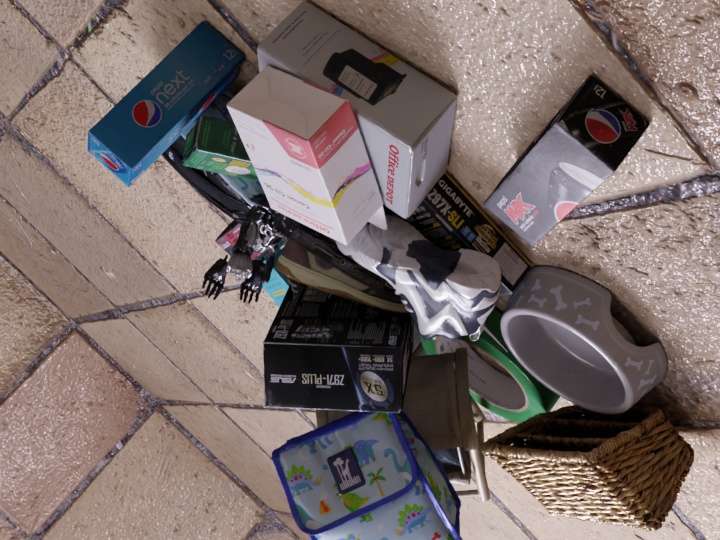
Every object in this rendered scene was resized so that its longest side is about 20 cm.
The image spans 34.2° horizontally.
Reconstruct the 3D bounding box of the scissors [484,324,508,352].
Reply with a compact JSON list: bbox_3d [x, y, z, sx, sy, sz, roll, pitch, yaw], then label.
[{"bbox_3d":[0.109,0.026,1.377,0.200,0.014,0.073,42,157,-1],"label":"scissors"}]

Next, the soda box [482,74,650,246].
[{"bbox_3d":[0.185,-0.095,1.082,0.071,0.063,0.200,40,159,2],"label":"soda box"}]

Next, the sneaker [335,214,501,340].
[{"bbox_3d":[0.061,0.021,1.326,0.198,0.080,0.130,16,134,16],"label":"sneaker"}]

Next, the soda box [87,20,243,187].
[{"bbox_3d":[-0.229,-0.197,1.378,0.068,0.200,0.064,41,159,0],"label":"soda box"}]

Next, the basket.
[{"bbox_3d":[0.274,0.205,1.395,0.149,0.143,0.200,44,155,-21],"label":"basket"}]

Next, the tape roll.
[{"bbox_3d":[0.171,0.119,1.535,0.200,0.048,0.201,34,157,16],"label":"tape roll"}]

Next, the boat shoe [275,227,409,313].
[{"bbox_3d":[0.000,0.000,1.379,0.199,0.065,0.073,14,-165,-29],"label":"boat shoe"}]

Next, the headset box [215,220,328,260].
[{"bbox_3d":[-0.113,-0.026,1.685,0.200,0.075,0.149,44,158,-9],"label":"headset box"}]

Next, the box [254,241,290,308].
[{"bbox_3d":[-0.062,0.051,1.571,0.200,0.049,0.082,50,156,-9],"label":"box"}]

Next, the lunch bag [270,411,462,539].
[{"bbox_3d":[0.010,0.267,1.427,0.200,0.170,0.128,61,-168,-15],"label":"lunch bag"}]

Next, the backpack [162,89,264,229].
[{"bbox_3d":[-0.164,-0.142,1.482,0.200,0.153,0.163,56,166,17],"label":"backpack"}]

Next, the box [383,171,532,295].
[{"bbox_3d":[0.087,-0.033,1.382,0.160,0.049,0.200,43,158,-14],"label":"box"}]

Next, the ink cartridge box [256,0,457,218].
[{"bbox_3d":[-0.004,-0.166,1.228,0.200,0.083,0.146,35,157,15],"label":"ink cartridge box"}]

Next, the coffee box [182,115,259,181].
[{"bbox_3d":[-0.101,-0.130,1.361,0.199,0.044,0.123,11,174,-15],"label":"coffee box"}]

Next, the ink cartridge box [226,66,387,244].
[{"bbox_3d":[-0.050,-0.104,1.216,0.116,0.068,0.200,27,155,32],"label":"ink cartridge box"}]

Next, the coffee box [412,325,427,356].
[{"bbox_3d":[0.040,0.079,1.627,0.113,0.080,0.200,22,152,42],"label":"coffee box"}]

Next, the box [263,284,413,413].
[{"bbox_3d":[-0.021,0.089,1.424,0.163,0.200,0.086,2,110,5],"label":"box"}]

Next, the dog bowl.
[{"bbox_3d":[0.247,0.086,1.334,0.200,0.059,0.200,33,157,17],"label":"dog bowl"}]

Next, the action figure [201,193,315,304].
[{"bbox_3d":[-0.110,-0.019,1.420,0.118,0.102,0.200,17,144,-25],"label":"action figure"}]

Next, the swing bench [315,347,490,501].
[{"bbox_3d":[0.058,0.211,1.538,0.198,0.130,0.200,-7,143,12],"label":"swing bench"}]
